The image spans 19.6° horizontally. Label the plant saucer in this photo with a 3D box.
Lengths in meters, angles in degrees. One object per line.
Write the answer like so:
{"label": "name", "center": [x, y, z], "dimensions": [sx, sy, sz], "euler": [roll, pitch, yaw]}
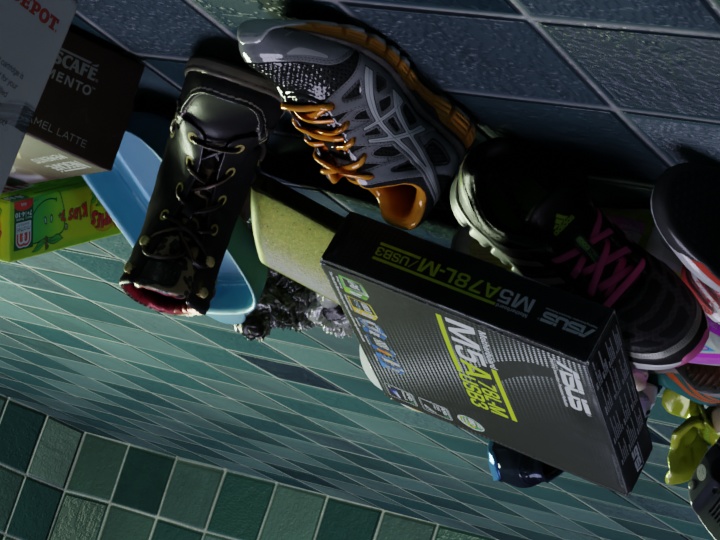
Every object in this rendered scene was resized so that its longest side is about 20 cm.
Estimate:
{"label": "plant saucer", "center": [0.000, 0.000, 1.527], "dimensions": [0.199, 0.048, 0.200], "euler": [28, -176, -4]}

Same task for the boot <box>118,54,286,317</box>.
{"label": "boot", "center": [-0.107, -0.054, 1.384], "dimensions": [0.073, 0.151, 0.200], "euler": [20, 169, -8]}

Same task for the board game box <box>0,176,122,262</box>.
{"label": "board game box", "center": [-0.247, -0.054, 1.635], "dimensions": [0.101, 0.048, 0.200], "euler": [12, -163, 30]}

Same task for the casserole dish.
{"label": "casserole dish", "center": [-0.138, -0.046, 1.547], "dimensions": [0.121, 0.039, 0.200], "euler": [-1, 131, 51]}

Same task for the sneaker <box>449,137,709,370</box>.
{"label": "sneaker", "center": [0.132, -0.014, 1.301], "dimensions": [0.200, 0.074, 0.088], "euler": [42, 171, 19]}

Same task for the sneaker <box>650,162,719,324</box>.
{"label": "sneaker", "center": [0.225, -0.007, 1.299], "dimensions": [0.201, 0.068, 0.108], "euler": [23, 165, -33]}

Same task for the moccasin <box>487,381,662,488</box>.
{"label": "moccasin", "center": [0.192, 0.128, 1.709], "dimensions": [0.068, 0.200, 0.081], "euler": [9, 127, 49]}

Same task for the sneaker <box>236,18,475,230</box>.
{"label": "sneaker", "center": [-0.003, -0.090, 1.245], "dimensions": [0.078, 0.078, 0.200], "euler": [9, 164, 44]}

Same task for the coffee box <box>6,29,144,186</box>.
{"label": "coffee box", "center": [-0.247, -0.121, 1.468], "dimensions": [0.114, 0.080, 0.200], "euler": [24, 168, -27]}

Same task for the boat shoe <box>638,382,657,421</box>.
{"label": "boat shoe", "center": [0.182, 0.113, 1.582], "dimensions": [0.072, 0.071, 0.200], "euler": [18, -174, 8]}

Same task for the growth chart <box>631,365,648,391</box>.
{"label": "growth chart", "center": [0.120, 0.064, 1.553], "dimensions": [0.199, 0.018, 0.145], "euler": [5, -171, 14]}

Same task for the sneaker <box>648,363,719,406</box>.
{"label": "sneaker", "center": [0.272, 0.066, 1.577], "dimensions": [0.080, 0.072, 0.200], "euler": [23, 176, -26]}

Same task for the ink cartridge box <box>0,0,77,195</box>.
{"label": "ink cartridge box", "center": [-0.270, -0.111, 1.257], "dimensions": [0.083, 0.201, 0.147], "euler": [15, 168, 28]}

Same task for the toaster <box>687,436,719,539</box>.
{"label": "toaster", "center": [0.357, 0.146, 1.597], "dimensions": [0.129, 0.201, 0.114], "euler": [21, -160, -34]}

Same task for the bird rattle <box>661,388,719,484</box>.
{"label": "bird rattle", "center": [0.344, 0.135, 1.716], "dimensions": [0.199, 0.113, 0.163], "euler": [21, 152, -27]}

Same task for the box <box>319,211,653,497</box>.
{"label": "box", "center": [0.085, 0.056, 1.345], "dimensions": [0.192, 0.048, 0.200], "euler": [24, 159, 25]}

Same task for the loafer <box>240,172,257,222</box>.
{"label": "loafer", "center": [-0.121, -0.044, 1.648], "dimensions": [0.073, 0.071, 0.200], "euler": [17, 166, 7]}

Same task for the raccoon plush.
{"label": "raccoon plush", "center": [-0.037, 0.000, 1.792], "dimensions": [0.133, 0.097, 0.200], "euler": [5, -162, -2]}

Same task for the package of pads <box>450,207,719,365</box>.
{"label": "package of pads", "center": [0.172, 0.010, 1.452], "dimensions": [0.154, 0.069, 0.199], "euler": [26, 166, -36]}

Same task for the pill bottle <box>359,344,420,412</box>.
{"label": "pill bottle", "center": [0.079, 0.065, 1.749], "dimensions": [0.112, 0.113, 0.200], "euler": [23, 168, -24]}
